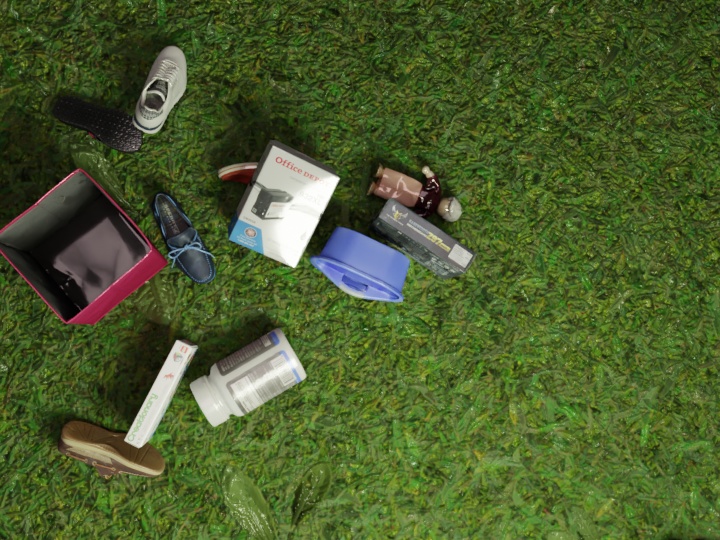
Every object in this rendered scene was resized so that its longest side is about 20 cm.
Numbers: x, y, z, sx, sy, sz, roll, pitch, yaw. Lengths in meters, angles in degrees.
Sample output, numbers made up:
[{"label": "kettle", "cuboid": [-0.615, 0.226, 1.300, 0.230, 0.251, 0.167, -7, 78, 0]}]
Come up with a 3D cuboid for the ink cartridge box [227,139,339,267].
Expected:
[{"label": "ink cartridge box", "cuboid": [-0.149, -0.129, 1.359, 0.145, 0.084, 0.200, 24, 102, -17]}]

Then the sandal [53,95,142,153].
[{"label": "sandal", "cuboid": [-0.513, -0.289, 1.396, 0.200, 0.045, 0.075, 25, 76, 10]}]

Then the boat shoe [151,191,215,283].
[{"label": "boat shoe", "cuboid": [-0.356, -0.060, 1.376, 0.084, 0.069, 0.200, -36, 90, -9]}]

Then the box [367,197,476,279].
[{"label": "box", "cuboid": [0.117, -0.059, 1.395, 0.200, 0.158, 0.051, 34, 81, -2]}]

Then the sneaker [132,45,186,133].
[{"label": "sneaker", "cuboid": [-0.385, -0.366, 1.378, 0.076, 0.081, 0.200, 17, 66, -14]}]

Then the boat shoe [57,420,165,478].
[{"label": "boat shoe", "cuboid": [-0.472, 0.352, 1.329, 0.200, 0.072, 0.072, 23, 112, -15]}]

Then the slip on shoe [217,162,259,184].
[{"label": "slip on shoe", "cuboid": [-0.186, -0.180, 1.412, 0.200, 0.074, 0.061, 5, 87, -12]}]

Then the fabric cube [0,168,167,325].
[{"label": "fabric cube", "cuboid": [-0.499, -0.034, 1.289, 0.200, 0.199, 0.196, -42, 90, -9]}]

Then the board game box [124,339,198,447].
[{"label": "board game box", "cuboid": [-0.369, 0.225, 1.317, 0.035, 0.126, 0.200, 27, 81, -5]}]

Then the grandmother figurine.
[{"label": "grandmother figurine", "cuboid": [0.120, -0.157, 1.459, 0.200, 0.061, 0.121, 23, 109, -8]}]

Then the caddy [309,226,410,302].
[{"label": "caddy", "cuboid": [0.000, 0.000, 1.383, 0.200, 0.141, 0.105, 25, 77, -4]}]

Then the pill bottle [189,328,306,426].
[{"label": "pill bottle", "cuboid": [-0.215, 0.206, 1.347, 0.200, 0.114, 0.114, -29, 89, -9]}]
